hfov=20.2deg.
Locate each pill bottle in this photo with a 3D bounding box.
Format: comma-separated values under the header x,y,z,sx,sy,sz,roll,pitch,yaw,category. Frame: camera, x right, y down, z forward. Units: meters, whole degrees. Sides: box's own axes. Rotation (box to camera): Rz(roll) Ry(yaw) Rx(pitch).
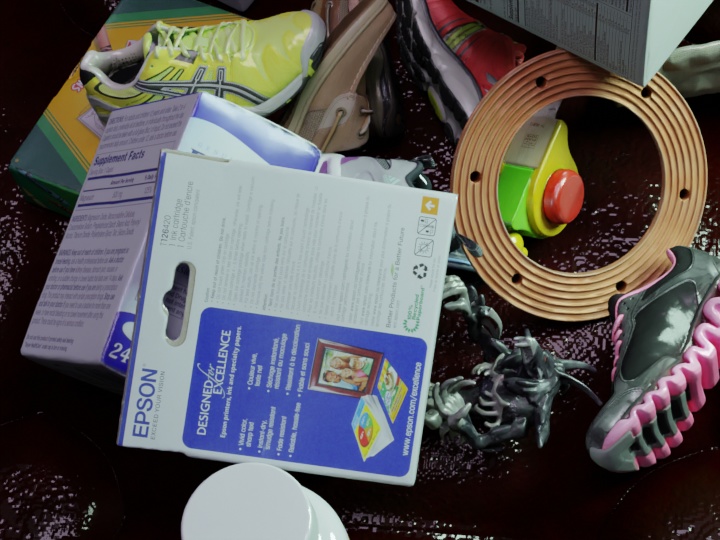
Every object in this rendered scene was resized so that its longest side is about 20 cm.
x,y,z,sx,sy,sz,roll,pitch,yaw,category
-0.056,0.204,1.309,0.111,0.200,0.111,-4,59,7,pill bottle

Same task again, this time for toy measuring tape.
x,y,z,sx,sy,sz,roll,pitch,yaw,category
0.146,-0.093,1.518,0.074,0.074,0.200,18,75,19,toy measuring tape

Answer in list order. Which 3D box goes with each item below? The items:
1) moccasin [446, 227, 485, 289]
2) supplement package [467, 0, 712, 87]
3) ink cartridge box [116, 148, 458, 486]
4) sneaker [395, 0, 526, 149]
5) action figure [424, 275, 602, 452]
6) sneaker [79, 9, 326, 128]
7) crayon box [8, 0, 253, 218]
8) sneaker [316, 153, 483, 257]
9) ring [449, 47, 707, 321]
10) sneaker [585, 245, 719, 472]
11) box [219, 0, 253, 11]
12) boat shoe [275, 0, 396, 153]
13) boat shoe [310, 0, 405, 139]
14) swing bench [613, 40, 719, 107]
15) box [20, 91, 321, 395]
x,y,z,sx,sy,sz,roll,pitch,yaw,category
0.000,0.000,1.490,0.200,0.080,0.068,-16,55,1,moccasin
0.169,-0.276,1.429,0.200,0.147,0.191,29,63,21,supplement package
-0.048,0.031,1.331,0.200,0.047,0.198,9,90,-7,ink cartridge box
0.086,-0.169,1.592,0.085,0.077,0.200,-18,65,-15,sneaker
0.066,0.075,1.425,0.200,0.102,0.119,-10,47,5,action figure
-0.120,-0.150,1.501,0.200,0.076,0.075,-18,50,21,sneaker
-0.173,-0.126,1.607,0.119,0.058,0.200,21,65,20,crayon box
0.016,0.003,1.394,0.140,0.078,0.200,-4,66,17,sneaker
0.158,-0.063,1.466,0.200,0.201,0.019,-31,18,-9,ring
0.207,0.057,1.432,0.095,0.079,0.200,27,59,27,sneaker
-0.094,-0.346,1.670,0.106,0.152,0.200,27,67,24,box
-0.022,-0.118,1.531,0.064,0.071,0.200,31,109,-7,boat shoe
-0.015,-0.190,1.611,0.074,0.076,0.200,-13,58,8,boat shoe
0.282,-0.219,1.550,0.199,0.130,0.200,-8,64,4,swing bench
-0.136,-0.012,1.425,0.105,0.184,0.200,24,80,-25,box
